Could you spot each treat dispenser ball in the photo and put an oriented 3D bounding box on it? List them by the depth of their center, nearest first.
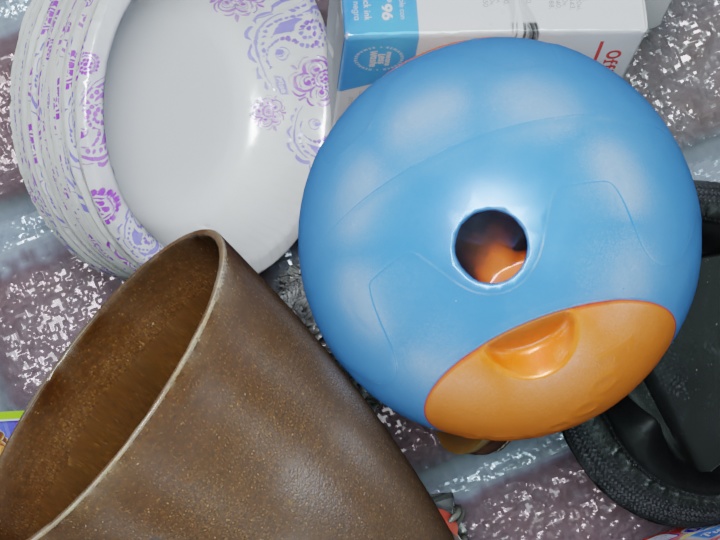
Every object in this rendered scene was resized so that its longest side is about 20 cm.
[{"bbox_3d":[0.068,-0.016,0.784,0.200,0.201,0.201,0,89,-3],"label":"treat dispenser ball"}]

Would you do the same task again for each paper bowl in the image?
[{"bbox_3d":[-0.112,-0.092,0.887,0.104,0.200,0.201,6,88,38],"label":"paper bowl"}]

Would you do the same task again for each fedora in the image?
[{"bbox_3d":[0.186,0.047,0.928,0.200,0.092,0.201,-1,93,-10],"label":"fedora"}]

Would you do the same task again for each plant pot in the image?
[{"bbox_3d":[-0.054,0.112,0.786,0.200,0.187,0.187,38,87,-21],"label":"plant pot"}]

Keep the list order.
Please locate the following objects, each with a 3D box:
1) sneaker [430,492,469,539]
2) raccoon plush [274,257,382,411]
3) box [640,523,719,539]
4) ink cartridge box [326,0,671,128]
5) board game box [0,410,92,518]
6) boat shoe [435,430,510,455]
[{"bbox_3d":[0.050,0.176,0.935,0.200,0.077,0.082,31,79,-3],"label":"sneaker"},{"bbox_3d":[0.000,0.000,0.902,0.097,0.134,0.200,26,84,2],"label":"raccoon plush"},{"bbox_3d":[0.214,0.196,0.901,0.200,0.100,0.096,-15,91,-22],"label":"box"},{"bbox_3d":[0.084,-0.132,0.863,0.199,0.116,0.068,-2,70,-5],"label":"ink cartridge box"},{"bbox_3d":[-0.150,0.141,0.846,0.200,0.045,0.135,0,51,-34],"label":"board game box"},{"bbox_3d":[0.101,0.017,0.943,0.070,0.070,0.200,13,95,-42],"label":"boat shoe"}]
